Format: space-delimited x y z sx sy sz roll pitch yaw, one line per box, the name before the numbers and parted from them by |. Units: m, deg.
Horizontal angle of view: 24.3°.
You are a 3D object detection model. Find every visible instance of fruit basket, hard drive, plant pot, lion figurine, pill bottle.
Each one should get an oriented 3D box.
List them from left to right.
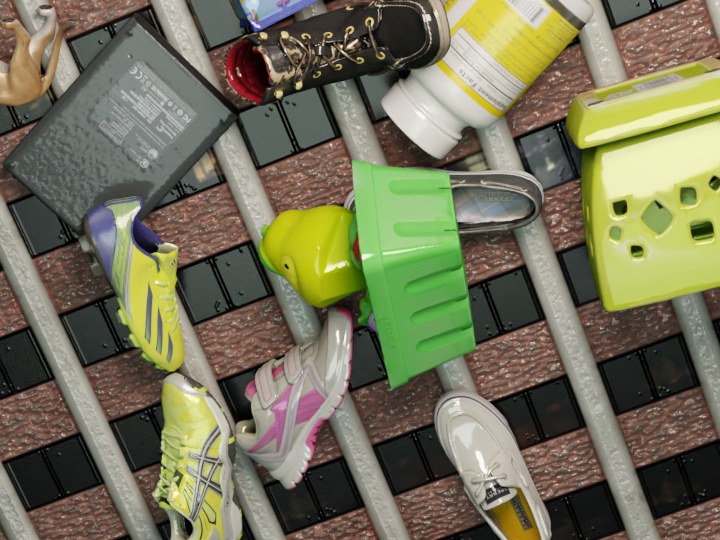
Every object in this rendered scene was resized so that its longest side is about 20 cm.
lion figurine | -0.366 -0.185 1.593 0.197 0.073 0.124 0 115 -3
hard drive | -0.234 -0.128 1.626 0.139 0.033 0.200 42 104 -12
fruit basket | 0.000 0.000 1.577 0.213 0.157 0.217 -3 139 -3
pill bottle | 0.113 -0.204 1.551 0.111 0.111 0.200 41 105 -11
plant pot | 0.292 -0.089 1.544 0.197 0.200 0.184 -15 100 7

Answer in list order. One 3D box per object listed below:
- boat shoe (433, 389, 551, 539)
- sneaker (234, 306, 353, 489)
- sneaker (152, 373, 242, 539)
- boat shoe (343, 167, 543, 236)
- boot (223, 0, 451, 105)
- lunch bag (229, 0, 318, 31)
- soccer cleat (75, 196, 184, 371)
boat shoe | 0.137 0.215 1.707 0.070 0.070 0.201 -25 106 9
sneaker | -0.067 0.121 1.677 0.087 0.081 0.202 23 106 -8
sneaker | -0.172 0.204 1.697 0.075 0.076 0.202 6 112 46
boat shoe | 0.081 -0.064 1.625 0.197 0.057 0.069 -6 108 3
boot | -0.023 -0.198 1.489 0.149 0.199 0.074 -20 105 -27
lunch bag | -0.046 -0.332 1.539 0.198 0.094 0.152 -26 105 -7
soccer cleat | -0.207 0.016 1.639 0.083 0.065 0.201 -25 122 -1
